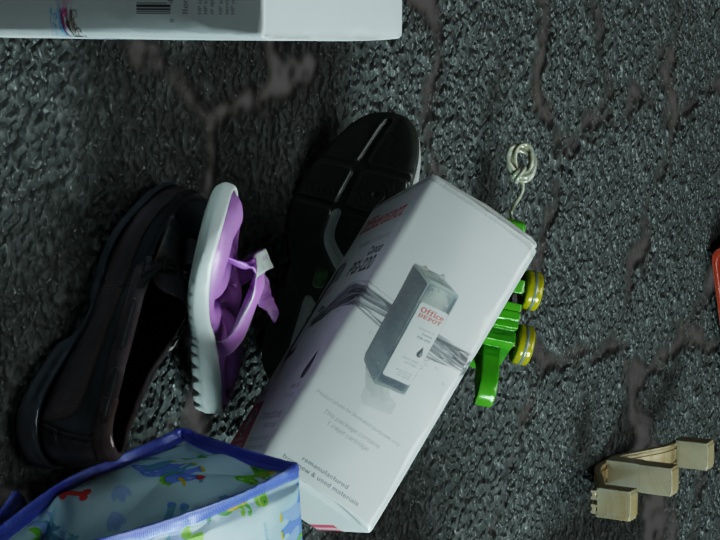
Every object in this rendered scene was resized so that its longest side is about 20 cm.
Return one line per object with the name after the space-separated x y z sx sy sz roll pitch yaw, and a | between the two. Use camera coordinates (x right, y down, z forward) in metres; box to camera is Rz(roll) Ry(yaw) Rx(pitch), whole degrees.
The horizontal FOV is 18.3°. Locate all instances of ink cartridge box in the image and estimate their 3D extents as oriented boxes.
-0.097 -0.194 1.162 0.146 0.199 0.148 -11 103 -60 | ink cartridge box
0.009 0.052 1.352 0.085 0.146 0.201 35 77 -8 | ink cartridge box

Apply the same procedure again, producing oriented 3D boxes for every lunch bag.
-0.131 0.202 1.229 0.200 0.127 0.171 -24 115 -44 | lunch bag

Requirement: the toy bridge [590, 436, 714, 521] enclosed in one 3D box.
0.240 0.176 1.919 0.200 0.067 0.027 -18 110 -59 | toy bridge

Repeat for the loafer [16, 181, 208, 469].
-0.124 0.034 1.280 0.201 0.063 0.072 -63 144 -33 | loafer

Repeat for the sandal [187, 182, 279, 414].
-0.071 0.016 1.312 0.203 0.049 0.083 96 3 -60 | sandal

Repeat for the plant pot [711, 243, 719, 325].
0.464 0.027 2.180 0.176 0.199 0.201 -57 141 -57 | plant pot

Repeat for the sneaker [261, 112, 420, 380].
0.000 0.000 1.498 0.201 0.075 0.115 -70 156 -11 | sneaker

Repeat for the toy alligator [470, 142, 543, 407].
0.104 0.005 1.683 0.054 0.059 0.201 148 -48 -75 | toy alligator
